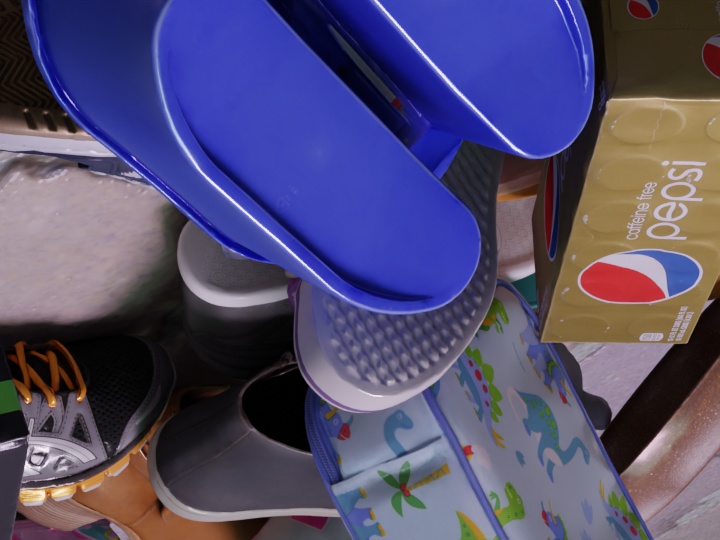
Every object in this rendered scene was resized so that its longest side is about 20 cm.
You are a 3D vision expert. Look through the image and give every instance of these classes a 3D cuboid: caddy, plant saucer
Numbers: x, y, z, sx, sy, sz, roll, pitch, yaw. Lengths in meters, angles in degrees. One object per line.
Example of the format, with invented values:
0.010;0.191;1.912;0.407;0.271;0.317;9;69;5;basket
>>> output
-0.017;-0.078;0.570;0.142;0.105;0.200;-53;131;-7;caddy
0.178;0.074;0.945;0.201;0.037;0.200;-50;177;-3;plant saucer

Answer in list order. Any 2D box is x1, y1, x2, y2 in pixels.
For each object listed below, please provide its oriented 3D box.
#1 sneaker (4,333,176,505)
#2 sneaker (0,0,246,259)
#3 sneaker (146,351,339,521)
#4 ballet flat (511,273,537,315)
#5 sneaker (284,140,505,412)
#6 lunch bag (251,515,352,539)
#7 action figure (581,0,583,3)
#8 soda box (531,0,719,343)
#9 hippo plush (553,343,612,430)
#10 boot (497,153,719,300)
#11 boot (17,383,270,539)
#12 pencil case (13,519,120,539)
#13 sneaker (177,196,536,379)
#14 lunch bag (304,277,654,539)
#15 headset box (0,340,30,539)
-0.178;0.067;0.826;0.199;0.078;0.078;-18;137;-29;sneaker
-0.077;-0.052;0.666;0.199;0.070;0.109;-10;152;-33;sneaker
0.004;0.078;0.858;0.199;0.075;0.106;-9;165;-34;sneaker
0.049;0.006;0.917;0.199;0.068;0.068;-13;167;3;ballet flat
0.003;0.007;0.722;0.114;0.072;0.201;-48;-169;38;sneaker
0.015;0.205;0.964;0.077;0.160;0.200;-46;156;-13;lunch bag
0.119;-0.109;0.708;0.199;0.119;0.055;-16;169;5;action figure
0.111;-0.040;0.674;0.067;0.064;0.200;0;153;-1;soda box
0.046;0.087;1.032;0.161;0.159;0.200;-49;178;-16;hippo plush
0.146;-0.036;0.841;0.200;0.071;0.145;-25;130;-11;boot
-0.079;0.111;0.973;0.199;0.077;0.155;25;143;-38;boot
-0.227;0.180;1.010;0.199;0.088;0.087;4;145;-47;pencil case
0.000;0.000;0.852;0.199;0.071;0.099;-9;156;-20;sneaker
0.065;0.112;0.779;0.082;0.201;0.161;-25;-176;28;lunch bag
-0.209;0.015;0.527;0.173;0.201;0.093;-12;155;-22;headset box
